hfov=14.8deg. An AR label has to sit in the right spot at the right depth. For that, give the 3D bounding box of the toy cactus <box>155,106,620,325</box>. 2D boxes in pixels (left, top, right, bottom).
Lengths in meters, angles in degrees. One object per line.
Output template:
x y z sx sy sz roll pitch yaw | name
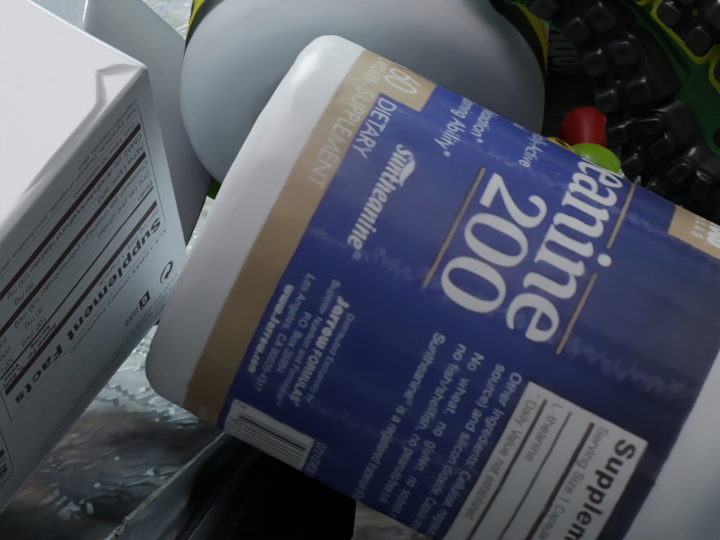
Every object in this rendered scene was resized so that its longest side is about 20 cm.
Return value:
0.000 0.000 0.919 0.199 0.102 0.165 -5 38 -8 | toy cactus

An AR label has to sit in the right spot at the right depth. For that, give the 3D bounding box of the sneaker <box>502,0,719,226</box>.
0.075 -0.103 0.816 0.078 0.200 0.085 -28 12 31 | sneaker

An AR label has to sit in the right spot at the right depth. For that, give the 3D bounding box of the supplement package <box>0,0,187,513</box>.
-0.173 -0.015 0.728 0.200 0.111 0.156 30 67 19 | supplement package

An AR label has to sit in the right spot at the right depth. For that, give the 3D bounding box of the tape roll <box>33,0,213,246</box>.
-0.141 -0.017 0.907 0.200 0.066 0.201 -30 36 25 | tape roll

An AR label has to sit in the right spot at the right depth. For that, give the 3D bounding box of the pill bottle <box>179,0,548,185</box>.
0.007 -0.118 0.894 0.112 0.113 0.200 -3 51 12 | pill bottle

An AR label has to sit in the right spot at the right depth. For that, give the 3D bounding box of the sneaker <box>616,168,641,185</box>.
0.118 -0.009 0.882 0.081 0.088 0.200 -5 29 10 | sneaker

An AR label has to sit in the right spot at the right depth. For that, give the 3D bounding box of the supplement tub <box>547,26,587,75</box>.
0.069 -0.146 1.090 0.199 0.141 0.140 0 31 19 | supplement tub

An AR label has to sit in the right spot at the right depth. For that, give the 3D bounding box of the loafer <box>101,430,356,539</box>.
-0.060 0.096 0.774 0.072 0.073 0.200 0 29 26 | loafer

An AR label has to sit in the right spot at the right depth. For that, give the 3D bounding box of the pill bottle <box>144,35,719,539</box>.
0.052 0.027 0.752 0.200 0.111 0.111 27 35 1 | pill bottle
